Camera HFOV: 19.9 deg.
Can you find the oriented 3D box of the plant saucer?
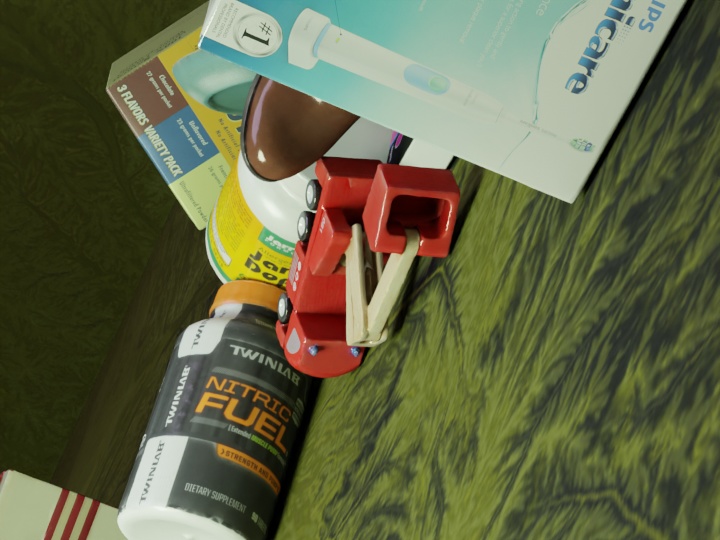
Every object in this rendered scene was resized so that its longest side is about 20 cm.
[{"bbox_3d":[-0.032,-0.136,1.448,0.200,0.200,0.027,150,116,-75],"label":"plant saucer"}]

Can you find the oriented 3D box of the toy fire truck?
[{"bbox_3d":[0.000,0.000,1.302,0.141,0.049,0.200,-114,33,-53],"label":"toy fire truck"}]

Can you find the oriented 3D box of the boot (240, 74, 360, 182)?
[{"bbox_3d":[0.022,-0.120,1.242,0.188,0.068,0.200,-45,24,-9],"label":"boot"}]

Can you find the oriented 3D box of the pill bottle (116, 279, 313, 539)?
[{"bbox_3d":[-0.096,0.107,1.468,0.106,0.106,0.200,128,160,-59],"label":"pill bottle"}]

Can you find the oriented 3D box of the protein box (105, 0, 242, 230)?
[{"bbox_3d":[-0.087,-0.155,1.663,0.198,0.135,0.200,-33,12,1],"label":"protein box"}]

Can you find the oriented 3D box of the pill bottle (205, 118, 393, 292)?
[{"bbox_3d":[-0.040,-0.055,1.473,0.200,0.113,0.113,125,164,-64],"label":"pill bottle"}]

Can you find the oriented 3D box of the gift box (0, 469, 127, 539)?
[{"bbox_3d":[-0.337,0.313,2.089,0.185,0.200,0.187,132,157,-77],"label":"gift box"}]

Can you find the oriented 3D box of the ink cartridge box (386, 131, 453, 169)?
[{"bbox_3d":[0.070,-0.138,1.316,0.095,0.037,0.200,-79,16,-47],"label":"ink cartridge box"}]

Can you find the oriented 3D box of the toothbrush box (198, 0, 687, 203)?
[{"bbox_3d":[0.044,-0.142,0.970,0.085,0.200,0.146,-83,17,-61],"label":"toothbrush box"}]
